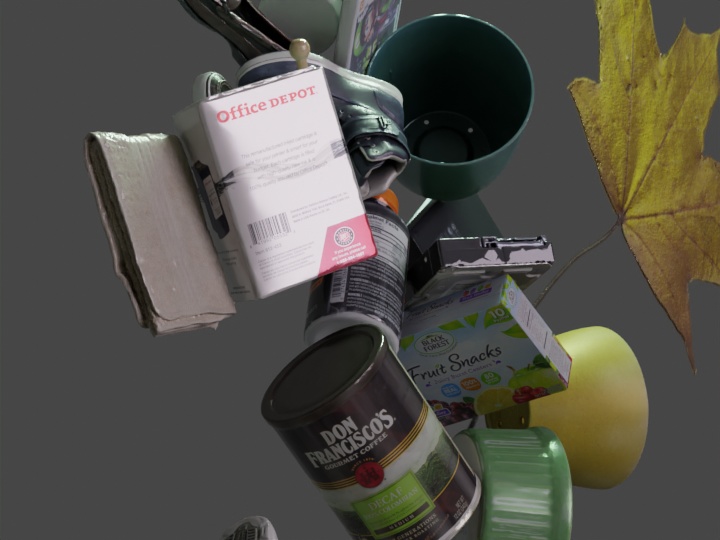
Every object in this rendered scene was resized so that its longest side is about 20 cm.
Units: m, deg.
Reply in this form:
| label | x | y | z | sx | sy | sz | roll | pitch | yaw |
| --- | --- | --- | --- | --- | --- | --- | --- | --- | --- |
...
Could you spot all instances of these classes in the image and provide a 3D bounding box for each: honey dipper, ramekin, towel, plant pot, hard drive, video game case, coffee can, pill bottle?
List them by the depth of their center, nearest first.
| label | x | y | z | sx | sy | sz | roll | pitch | yaw |
| --- | --- | --- | --- | --- | --- | --- | --- | --- | --- |
| towel | -0.192 | -0.037 | 1.504 | 0.132 | 0.034 | 0.203 | -6 | 76 | -59 |
| coffee can | 0.013 | 0.177 | 1.585 | 0.201 | 0.145 | 0.147 | 56 | 34 | -21 |
| honey dipper | -0.048 | -0.144 | 1.650 | 0.038 | 0.038 | 0.203 | -36 | 123 | -58 |
| ramekin | 0.146 | 0.265 | 1.694 | 0.096 | 0.200 | 0.202 | 8 | 59 | -15 |
| pill bottle | 0.000 | 0.000 | 1.709 | 0.106 | 0.105 | 0.202 | 42 | 40 | -36 |
| hard drive | 0.116 | 0.015 | 1.751 | 0.138 | 0.200 | 0.038 | -3 | 69 | -21 |
| pill bottle | -0.045 | -0.341 | 1.831 | 0.115 | 0.113 | 0.201 | 53 | 35 | -24 |
| video game case | 0.007 | -0.261 | 1.834 | 0.182 | 0.023 | 0.202 | -54 | 158 | -54 |
| plant pot | 0.104 | -0.178 | 1.885 | 0.161 | 0.198 | 0.203 | 88 | -4 | -66 |
| plant pot | 0.236 | 0.171 | 1.924 | 0.140 | 0.200 | 0.203 | 0 | 69 | -28 |
| hard drive | 0.121 | -0.022 | 1.940 | 0.140 | 0.033 | 0.200 | 57 | 33 | -9 |

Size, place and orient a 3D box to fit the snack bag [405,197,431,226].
| label | x | y | z | sx | sy | sz | roll | pitch | yaw |
| --- | --- | --- | --- | --- | --- | --- | --- | --- | --- |
| snack bag | 0.120 | 0.001 | 1.974 | 0.202 | 0.021 | 0.189 | 60 | 33 | -14 |

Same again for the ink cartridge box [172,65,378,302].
| label | x | y | z | sx | sy | sz | roll | pitch | yaw |
| --- | --- | --- | --- | --- | --- | --- | --- | --- | --- |
| ink cartridge box | -0.086 | -0.087 | 1.573 | 0.143 | 0.084 | 0.203 | -20 | 96 | -26 |

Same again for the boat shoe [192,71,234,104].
| label | x | y | z | sx | sy | sz | roll | pitch | yaw |
| --- | --- | --- | --- | --- | --- | --- | --- | --- | --- |
| boat shoe | -0.108 | -0.123 | 1.653 | 0.202 | 0.063 | 0.071 | 63 | 32 | -10 |

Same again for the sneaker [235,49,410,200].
| label | x | y | z | sx | sy | sz | roll | pitch | yaw |
| --- | --- | --- | --- | --- | --- | --- | --- | --- | --- |
| sneaker | -0.037 | -0.156 | 1.700 | 0.200 | 0.077 | 0.148 | 11 | 47 | -21 |

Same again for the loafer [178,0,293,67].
| label | x | y | z | sx | sy | sz | roll | pitch | yaw |
| --- | --- | --- | --- | --- | --- | --- | --- | --- | --- |
| loafer | -0.135 | -0.286 | 1.708 | 0.200 | 0.062 | 0.072 | 46 | 38 | -33 |

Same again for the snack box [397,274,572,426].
| label | x | y | z | sx | sy | sz | roll | pitch | yaw |
| --- | --- | --- | --- | --- | --- | --- | --- | --- | --- |
| snack box | 0.115 | 0.095 | 1.739 | 0.143 | 0.198 | 0.053 | 50 | 37 | -26 |

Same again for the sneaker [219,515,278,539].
| label | x | y | z | sx | sy | sz | roll | pitch | yaw |
| --- | --- | --- | --- | --- | --- | --- | --- | --- | --- |
| sneaker | -0.089 | 0.326 | 1.412 | 0.100 | 0.077 | 0.202 | 48 | 38 | -35 |
